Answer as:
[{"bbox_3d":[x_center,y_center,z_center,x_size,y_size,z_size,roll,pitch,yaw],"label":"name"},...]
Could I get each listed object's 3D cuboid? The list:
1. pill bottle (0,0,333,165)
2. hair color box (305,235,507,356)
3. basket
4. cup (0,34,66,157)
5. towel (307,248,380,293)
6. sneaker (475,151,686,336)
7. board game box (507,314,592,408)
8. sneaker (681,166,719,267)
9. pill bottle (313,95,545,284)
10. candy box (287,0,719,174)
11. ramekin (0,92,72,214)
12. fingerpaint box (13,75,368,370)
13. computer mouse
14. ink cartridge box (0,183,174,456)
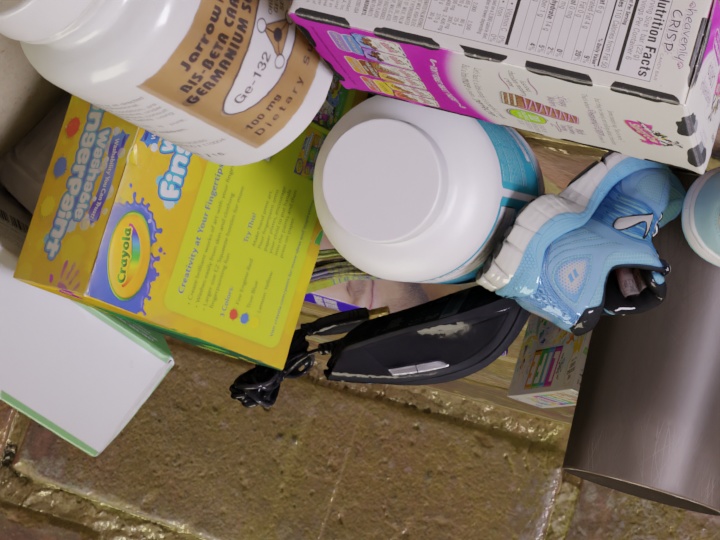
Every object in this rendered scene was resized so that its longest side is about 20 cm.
[{"bbox_3d":[-0.111,-0.135,1.191,0.114,0.115,0.200,11,171,38],"label":"pill bottle"},{"bbox_3d":[0.033,-0.013,1.830,0.199,0.110,0.065,15,173,6],"label":"hair color box"},{"bbox_3d":[0.213,0.052,1.545,0.136,0.201,0.180,16,174,6],"label":"basket"},{"bbox_3d":[-0.275,-0.124,1.413,0.200,0.144,0.200,22,167,5],"label":"cup"},{"bbox_3d":[0.000,0.000,1.579,0.143,0.023,0.200,-7,176,-2],"label":"towel"},{"bbox_3d":[0.148,-0.008,1.403,0.090,0.078,0.200,42,-144,12],"label":"sneaker"},{"bbox_3d":[0.169,0.035,1.790,0.034,0.135,0.200,17,172,-8],"label":"board game box"},{"bbox_3d":[0.296,-0.011,1.375,0.199,0.080,0.131,16,174,-5],"label":"sneaker"},{"bbox_3d":[0.038,-0.048,1.379,0.110,0.111,0.200,14,-178,16],"label":"pill bottle"},{"bbox_3d":[0.078,-0.113,1.152,0.199,0.061,0.136,15,173,14],"label":"candy box"},{"bbox_3d":[-0.144,-0.060,1.529,0.202,0.094,0.202,36,-175,-4],"label":"ramekin"},{"bbox_3d":[-0.095,-0.062,1.374,0.073,0.201,0.167,11,172,44],"label":"fingerpaint box"},{"bbox_3d":[0.024,0.048,1.455,0.199,0.046,0.140,-18,-171,10],"label":"computer mouse"},{"bbox_3d":[-0.212,0.012,1.467,0.146,0.084,0.200,35,-172,-23],"label":"ink cartridge box"}]
